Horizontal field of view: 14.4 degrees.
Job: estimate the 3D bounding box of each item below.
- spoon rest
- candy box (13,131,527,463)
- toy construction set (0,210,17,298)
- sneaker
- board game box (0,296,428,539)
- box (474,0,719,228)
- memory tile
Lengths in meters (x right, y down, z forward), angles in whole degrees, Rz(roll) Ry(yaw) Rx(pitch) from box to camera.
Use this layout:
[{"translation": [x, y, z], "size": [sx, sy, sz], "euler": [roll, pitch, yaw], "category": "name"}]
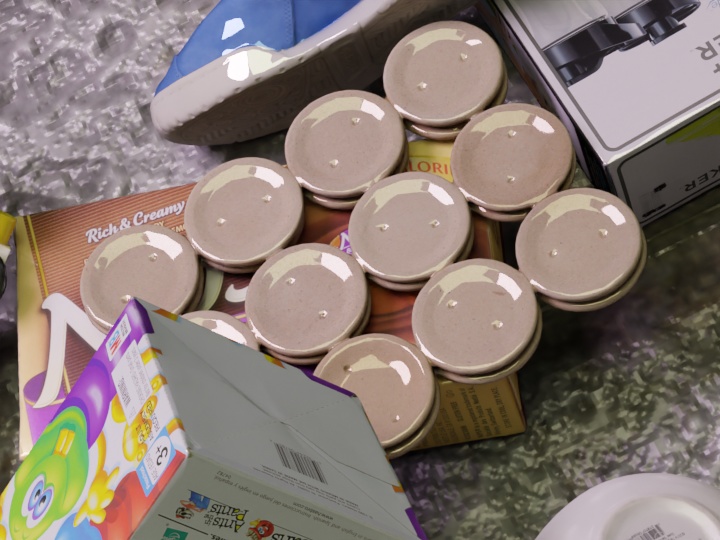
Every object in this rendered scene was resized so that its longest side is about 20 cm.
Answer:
[{"translation": [0.070, 0.137, 1.058], "size": [0.200, 0.061, 0.099], "euler": [-21, 57, -22], "category": "spoon rest"}, {"translation": [-0.039, 0.020, 1.156], "size": [0.200, 0.056, 0.117], "euler": [-9, 60, 8], "category": "candy box"}, {"translation": [-0.216, 0.003, 1.161], "size": [0.131, 0.092, 0.200], "euler": [24, 108, -9], "category": "toy construction set"}, {"translation": [-0.020, -0.139, 1.189], "size": [0.200, 0.077, 0.111], "euler": [-32, 69, 32], "category": "sneaker"}, {"translation": [-0.082, 0.129, 1.012], "size": [0.200, 0.105, 0.103], "euler": [-55, 30, 17], "category": "board game box"}, {"translation": [0.109, -0.127, 1.197], "size": [0.117, 0.060, 0.200], "euler": [-28, 59, -2], "category": "box"}, {"translation": [0.000, 0.000, 1.117], "size": [0.200, 0.017, 0.153], "euler": [-34, 59, -7], "category": "memory tile"}]
